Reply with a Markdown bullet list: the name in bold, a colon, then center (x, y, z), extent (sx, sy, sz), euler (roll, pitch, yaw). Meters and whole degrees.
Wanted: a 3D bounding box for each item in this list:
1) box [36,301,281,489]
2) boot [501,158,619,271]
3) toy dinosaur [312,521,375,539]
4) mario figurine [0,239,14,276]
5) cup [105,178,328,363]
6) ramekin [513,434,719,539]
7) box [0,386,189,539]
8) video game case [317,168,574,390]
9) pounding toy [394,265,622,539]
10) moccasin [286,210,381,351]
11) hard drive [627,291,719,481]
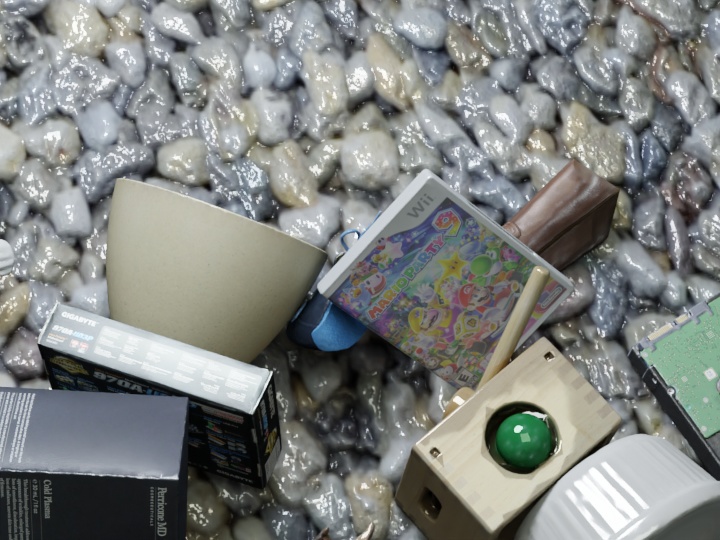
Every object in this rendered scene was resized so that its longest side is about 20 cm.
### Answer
- **box**: center (-0.171, 0.111, 1.664), extent (0.200, 0.159, 0.046), euler (17, 62, 11)
- **boot**: center (0.144, -0.055, 1.781), extent (0.200, 0.187, 0.064), euler (-37, 41, -15)
- **toy dinosaur**: center (-0.018, 0.302, 1.644), extent (0.136, 0.086, 0.200), euler (46, 29, -3)
- **mario figurine**: center (-0.389, -0.036, 1.745), extent (0.123, 0.106, 0.200), euler (-25, 58, 22)
- **cup**: center (-0.146, 0.018, 1.716), extent (0.200, 0.200, 0.143), euler (20, 86, 3)
- **ramekin**: center (0.218, 0.227, 1.649), extent (0.202, 0.202, 0.094), euler (-33, 63, -17)
- **box**: center (-0.236, 0.206, 1.596), extent (0.182, 0.200, 0.104), euler (4, 37, -2)
- **video game case**: center (0.078, 0.015, 1.714), extent (0.143, 0.200, 0.018), euler (-47, 34, 12)
- **pounding toy**: center (0.124, 0.134, 1.671), extent (0.184, 0.200, 0.142), euler (-38, 75, -19)
- **moccasin**: center (0.000, 0.000, 1.767), extent (0.200, 0.068, 0.081), euler (-39, 115, -41)
- **hard drive**: center (0.359, 0.121, 1.787), extent (0.140, 0.038, 0.200), euler (-30, 73, -16)
